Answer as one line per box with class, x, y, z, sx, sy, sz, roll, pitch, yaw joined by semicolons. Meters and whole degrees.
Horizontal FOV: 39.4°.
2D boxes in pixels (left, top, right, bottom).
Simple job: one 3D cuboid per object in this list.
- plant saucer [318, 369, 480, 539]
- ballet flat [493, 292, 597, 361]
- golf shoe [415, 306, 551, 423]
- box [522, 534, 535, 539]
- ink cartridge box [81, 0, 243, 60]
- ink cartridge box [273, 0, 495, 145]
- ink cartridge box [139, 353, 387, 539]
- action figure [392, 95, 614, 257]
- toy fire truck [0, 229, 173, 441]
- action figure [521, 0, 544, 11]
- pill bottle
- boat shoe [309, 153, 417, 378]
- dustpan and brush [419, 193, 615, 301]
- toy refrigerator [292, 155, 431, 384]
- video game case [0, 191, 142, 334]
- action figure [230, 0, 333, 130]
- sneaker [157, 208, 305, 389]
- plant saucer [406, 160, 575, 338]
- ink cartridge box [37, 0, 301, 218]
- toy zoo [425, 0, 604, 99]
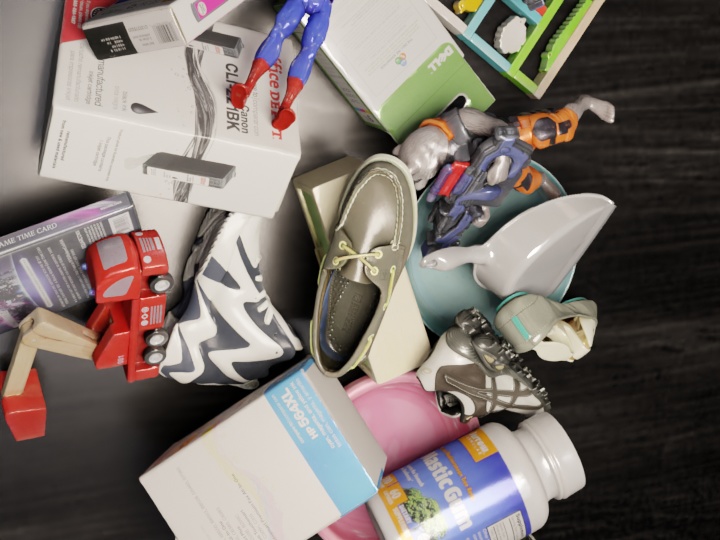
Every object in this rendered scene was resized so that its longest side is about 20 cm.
plant saucer;0.028;0.194;1.026;0.198;0.051;0.203;-5;104;-19
ballet flat;0.196;0.064;1.001;0.067;0.064;0.199;-45;153;22
golf shoe;0.119;0.110;0.993;0.094;0.078;0.200;-42;137;6
box;0.117;0.359;1.072;0.200;0.047;0.194;-42;125;-6
ink cartridge box;-0.125;-0.231;0.805;0.200;0.094;0.037;-55;132;-42
ink cartridge box;0.024;-0.201;0.932;0.104;0.059;0.200;-44;114;-5
ink cartridge box;-0.093;0.184;0.908;0.199;0.129;0.126;-33;90;5
action figure;0.113;-0.098;0.932;0.192;0.200;0.106;-3;62;-30
toy fire truck;-0.238;0.056;0.857;0.140;0.049;0.201;-9;138;-24
action figure;0.157;-0.343;0.885;0.104;0.193;0.202;-14;93;28
pill bottle;0.110;0.216;0.967;0.198;0.112;0.113;-26;109;-8
boat shoe;0.001;0.000;0.876;0.071;0.060;0.204;17;115;6
dustpan and brush;0.137;-0.014;0.945;0.199;0.057;0.140;-19;148;-42
toy refrigerator;0.000;0.000;0.961;0.069;0.076;0.202;-23;109;-13
video game case;-0.276;0.006;0.842;0.198;0.143;0.019;-21;70;-13
action figure;-0.033;-0.220;0.800;0.065;0.099;0.202;26;65;-10
sneaker;-0.098;0.023;0.931;0.129;0.079;0.201;21;95;-23
plant saucer;0.130;-0.020;1.027;0.198;0.027;0.203;-4;103;-17
ink cartridge box;-0.155;-0.137;0.834;0.198;0.145;0.084;10;140;-22
toy zoo;0.136;-0.278;0.975;0.199;0.020;0.132;35;89;-22
